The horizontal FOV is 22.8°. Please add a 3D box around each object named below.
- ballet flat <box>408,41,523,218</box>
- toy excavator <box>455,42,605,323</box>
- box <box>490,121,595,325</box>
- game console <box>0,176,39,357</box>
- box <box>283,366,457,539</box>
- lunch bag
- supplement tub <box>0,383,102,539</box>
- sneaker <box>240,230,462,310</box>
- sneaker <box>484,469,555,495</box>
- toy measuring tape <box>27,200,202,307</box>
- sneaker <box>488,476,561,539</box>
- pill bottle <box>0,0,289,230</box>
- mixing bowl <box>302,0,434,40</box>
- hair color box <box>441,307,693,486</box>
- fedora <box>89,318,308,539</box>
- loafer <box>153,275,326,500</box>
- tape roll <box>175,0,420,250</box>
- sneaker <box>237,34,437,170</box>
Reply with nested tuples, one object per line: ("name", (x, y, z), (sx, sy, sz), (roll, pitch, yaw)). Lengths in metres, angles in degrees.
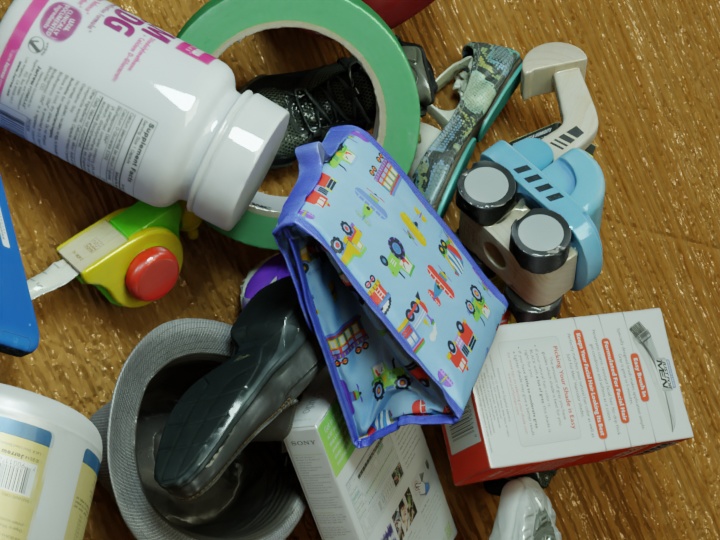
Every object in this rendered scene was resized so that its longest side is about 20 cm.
("ballet flat", (0.074, -0.118, 1.513), (0.074, 0.074, 0.201), (45, 54, -19))
("toy excavator", (0.156, -0.080, 1.469), (0.199, 0.100, 0.194), (-33, 60, -22))
("box", (0.143, -0.023, 1.530), (0.050, 0.075, 0.201), (28, 65, -27))
("game console", (-0.323, -0.028, 1.188), (0.171, 0.118, 0.201), (27, 43, -63))
("box", (0.010, 0.161, 1.347), (0.144, 0.036, 0.201), (-54, 132, -54))
("lunch bag", (0.010, -0.004, 1.269), (0.201, 0.094, 0.151), (61, 30, -20))
("supplement tub", (-0.253, 0.182, 1.135), (0.144, 0.144, 0.201), (24, 65, -30))
("sneaker", (0.000, -0.001, 1.397), (0.199, 0.099, 0.070), (-18, 88, -39))
("sneaker", (0.161, 0.139, 1.494), (0.198, 0.076, 0.115), (8, 76, -32))
("toy measuring tape", (-0.194, 0.011, 1.283), (0.199, 0.073, 0.074), (-35, 100, -20))
("sneaker", (0.099, 0.259, 1.404), (0.078, 0.099, 0.202), (15, 82, -58))
("pill bottle", (-0.158, -0.115, 1.254), (0.199, 0.114, 0.114), (28, 60, 2))
("mixing bowl", (-0.020, -0.255, 1.418), (0.199, 0.109, 0.201), (25, 32, -16))
("hair color box", (0.158, 0.098, 1.415), (0.199, 0.064, 0.112), (-5, 74, -29))
("fedora", (-0.126, 0.128, 1.277), (0.199, 0.090, 0.178), (11, 74, -43))
("loafer", (-0.070, 0.090, 1.227), (0.073, 0.072, 0.200), (57, 47, -24))
("tape roll", (-0.055, -0.117, 1.341), (0.199, 0.048, 0.202), (-1, 107, -2))
("sneaker", (-0.018, -0.137, 1.413), (0.198, 0.114, 0.077), (-19, 89, -36))
